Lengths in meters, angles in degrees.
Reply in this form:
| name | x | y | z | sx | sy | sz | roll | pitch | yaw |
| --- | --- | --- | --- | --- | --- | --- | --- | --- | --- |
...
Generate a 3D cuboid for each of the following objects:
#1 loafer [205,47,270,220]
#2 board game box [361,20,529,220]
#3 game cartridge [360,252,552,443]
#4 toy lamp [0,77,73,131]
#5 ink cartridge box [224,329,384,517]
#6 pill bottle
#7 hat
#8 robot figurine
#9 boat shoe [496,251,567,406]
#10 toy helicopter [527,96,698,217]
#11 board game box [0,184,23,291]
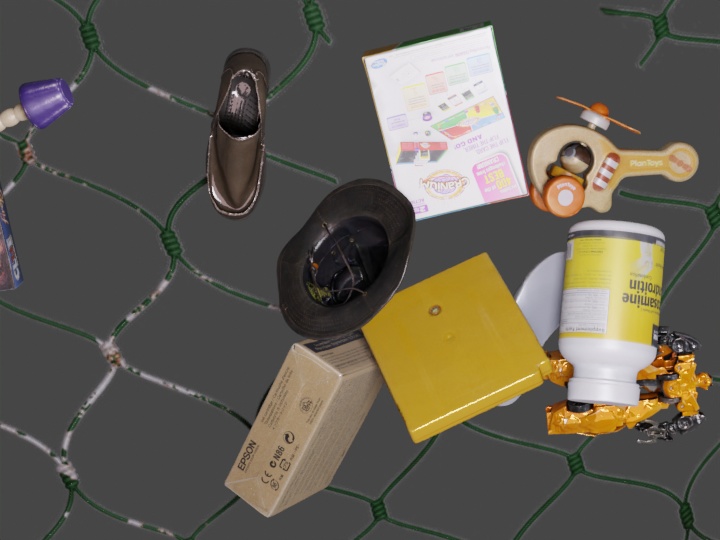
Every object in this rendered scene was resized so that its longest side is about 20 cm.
| name | x | y | z | sx | sy | sz | roll | pitch | yaw |
| --- | --- | --- | --- | --- | --- | --- | --- | --- | --- |
| loafer | -0.145 | -0.152 | 1.694 | 0.072 | 0.071 | 0.202 | 5 | 107 | 2 |
| board game box | 0.098 | -0.168 | 1.691 | 0.152 | 0.040 | 0.201 | -12 | 106 | 7 |
| game cartridge | 0.104 | 0.085 | 1.678 | 0.175 | 0.201 | 0.033 | -24 | 136 | -1 |
| toy lamp | -0.427 | -0.168 | 1.714 | 0.199 | 0.058 | 0.059 | -24 | 104 | 9 |
| ink cartridge box | -0.057 | 0.173 | 1.736 | 0.075 | 0.165 | 0.201 | 32 | 107 | 17 |
| pill bottle | 0.283 | 0.050 | 1.676 | 0.111 | 0.112 | 0.202 | 5 | 83 | 2 |
| hat | 0.000 | 0.000 | 1.714 | 0.200 | 0.201 | 0.081 | -41 | 138 | 14 |
| robot figurine | 0.317 | 0.135 | 1.762 | 0.198 | 0.058 | 0.146 | -5 | 107 | 6 |
| boat shoe | 0.190 | 0.065 | 1.742 | 0.073 | 0.065 | 0.201 | 36 | 84 | -13 |
| toy helicopter | 0.288 | -0.133 | 1.686 | 0.198 | 0.079 | 0.133 | -2 | 98 | -7 |
| board game box | -0.517 | -0.032 | 1.772 | 0.198 | 0.035 | 0.137 | -9 | 106 | 6 |
